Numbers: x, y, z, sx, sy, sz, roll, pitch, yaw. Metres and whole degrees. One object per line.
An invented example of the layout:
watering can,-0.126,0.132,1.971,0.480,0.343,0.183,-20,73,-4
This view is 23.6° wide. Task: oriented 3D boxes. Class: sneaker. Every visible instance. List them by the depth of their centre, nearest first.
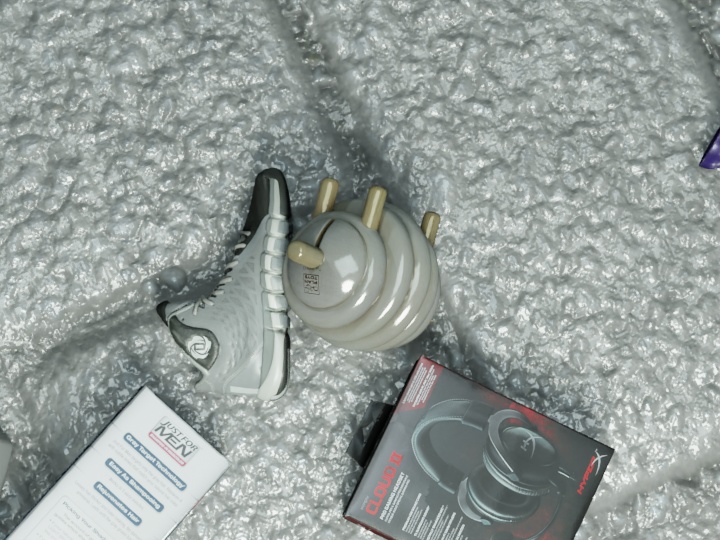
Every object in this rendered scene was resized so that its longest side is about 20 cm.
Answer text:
sneaker,-0.116,0.010,1.463,0.115,0.075,0.201,0,80,1

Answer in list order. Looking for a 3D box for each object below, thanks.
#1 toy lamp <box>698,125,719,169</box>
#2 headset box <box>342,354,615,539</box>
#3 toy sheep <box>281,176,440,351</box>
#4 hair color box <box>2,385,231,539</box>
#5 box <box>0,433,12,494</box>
toy lamp,0.396,-0.067,1.498,0.200,0.058,0.058,30,80,4
headset box,0.088,0.174,1.434,0.200,0.077,0.149,27,80,2
toy sheep,0.000,0.000,1.417,0.138,0.200,0.138,-12,70,35
hair color box,-0.210,0.201,1.424,0.100,0.061,0.200,43,81,-4
box,-0.391,0.202,1.354,0.171,0.199,0.201,12,81,0
